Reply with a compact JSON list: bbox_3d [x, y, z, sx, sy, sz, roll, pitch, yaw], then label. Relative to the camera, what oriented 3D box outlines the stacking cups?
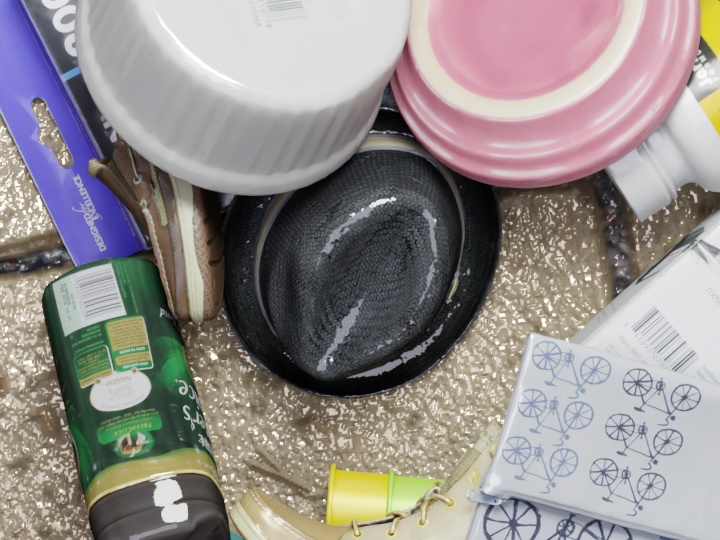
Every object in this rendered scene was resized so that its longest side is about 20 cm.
[{"bbox_3d":[0.076,0.165,1.354,0.198,0.061,0.061,5,95,-1],"label":"stacking cups"}]

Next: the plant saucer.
[{"bbox_3d":[0.107,-0.152,1.259,0.199,0.051,0.202,-8,66,18],"label":"plant saucer"}]

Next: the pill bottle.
[{"bbox_3d":[0.237,-0.119,1.286,0.199,0.111,0.112,-35,91,6],"label":"pill bottle"}]

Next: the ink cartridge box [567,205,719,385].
[{"bbox_3d":[0.244,0.045,1.312,0.200,0.084,0.145,-42,90,7],"label":"ink cartridge box"}]

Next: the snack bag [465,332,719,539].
[{"bbox_3d":[0.156,0.152,1.256,0.187,0.021,0.201,16,100,-14],"label":"snack bag"}]

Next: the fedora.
[{"bbox_3d":[0.000,0.000,1.303,0.199,0.092,0.202,-1,108,-2],"label":"fedora"}]

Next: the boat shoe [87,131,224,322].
[{"bbox_3d":[-0.134,-0.065,1.301,0.074,0.075,0.204,-8,84,5],"label":"boat shoe"}]

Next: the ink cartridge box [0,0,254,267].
[{"bbox_3d":[-0.143,-0.122,1.350,0.199,0.043,0.199,-26,93,7],"label":"ink cartridge box"}]

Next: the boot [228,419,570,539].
[{"bbox_3d":[0.034,0.153,1.284,0.199,0.073,0.156,33,97,-6],"label":"boot"}]

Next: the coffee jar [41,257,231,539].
[{"bbox_3d":[-0.141,0.099,1.295,0.085,0.105,0.201,-15,61,-4],"label":"coffee jar"}]

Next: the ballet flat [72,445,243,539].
[{"bbox_3d":[-0.126,0.183,1.370,0.200,0.068,0.072,37,116,-3],"label":"ballet flat"}]

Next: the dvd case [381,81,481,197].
[{"bbox_3d":[0.054,-0.170,1.342,0.146,0.022,0.200,-42,91,6],"label":"dvd case"}]

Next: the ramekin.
[{"bbox_3d":[-0.065,-0.156,1.234,0.199,0.098,0.202,8,64,-17],"label":"ramekin"}]
